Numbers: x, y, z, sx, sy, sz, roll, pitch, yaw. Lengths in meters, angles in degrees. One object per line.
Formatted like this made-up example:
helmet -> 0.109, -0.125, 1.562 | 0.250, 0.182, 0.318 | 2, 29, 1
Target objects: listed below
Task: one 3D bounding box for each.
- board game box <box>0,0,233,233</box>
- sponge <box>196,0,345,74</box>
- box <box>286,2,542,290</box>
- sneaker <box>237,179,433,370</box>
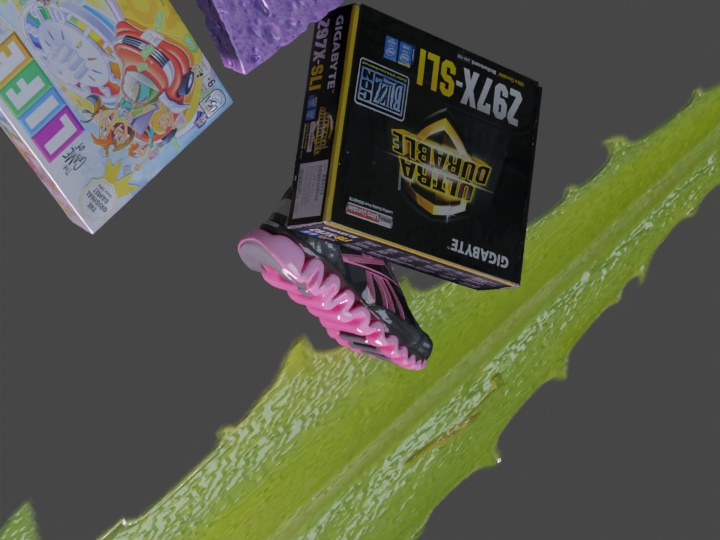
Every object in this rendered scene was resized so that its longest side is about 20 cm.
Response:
board game box -> -0.182, -0.140, 1.315 | 0.134, 0.034, 0.200 | -45, 129, -15
sponge -> -0.031, -0.235, 1.398 | 0.200, 0.030, 0.112 | -39, 128, -20
box -> 0.043, -0.085, 1.471 | 0.199, 0.049, 0.161 | 18, 73, -41
sneaker -> 0.000, 0.000, 1.499 | 0.200, 0.079, 0.096 | 43, 69, -42
